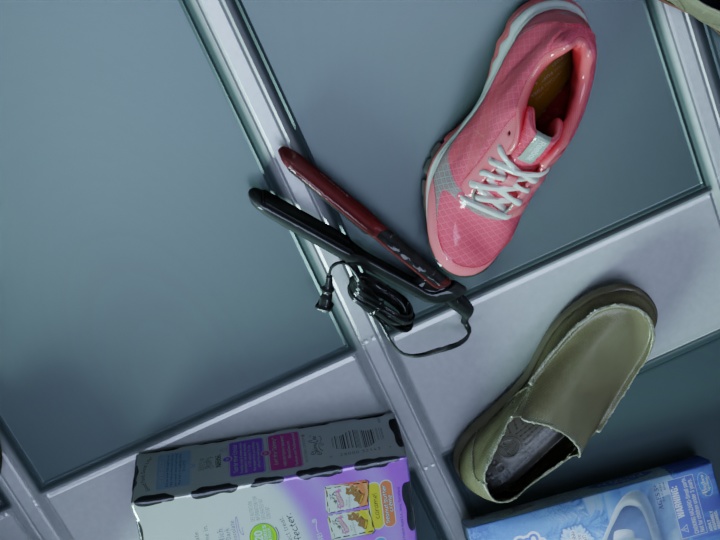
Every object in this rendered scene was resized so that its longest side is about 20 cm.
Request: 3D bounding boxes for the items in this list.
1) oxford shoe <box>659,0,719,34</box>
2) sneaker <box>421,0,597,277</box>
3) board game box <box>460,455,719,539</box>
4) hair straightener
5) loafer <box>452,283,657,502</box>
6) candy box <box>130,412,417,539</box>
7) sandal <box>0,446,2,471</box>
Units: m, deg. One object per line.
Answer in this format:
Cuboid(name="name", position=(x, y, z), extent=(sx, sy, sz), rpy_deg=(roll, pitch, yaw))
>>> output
Cuboid(name="oxford shoe", position=(0.267, -0.172, 0.765), extent=(0.198, 0.075, 0.071), rpy_deg=(15, 108, -13))
Cuboid(name="sneaker", position=(0.096, -0.081, 0.772), extent=(0.073, 0.087, 0.201), rpy_deg=(18, 108, -13))
Cuboid(name="board game box", position=(0.198, 0.268, 0.907), extent=(0.197, 0.043, 0.202), rpy_deg=(-15, 88, -1))
Cuboid(name="hair straightener", position=(0.000, 0.000, 0.824), extent=(0.199, 0.041, 0.077), rpy_deg=(36, 103, -23))
Cuboid(name="loafer", position=(0.150, 0.099, 0.861), extent=(0.076, 0.068, 0.200), rpy_deg=(33, 104, -18))
Cuboid(name="candy box", position=(-0.058, 0.209, 0.875), extent=(0.198, 0.072, 0.169), rpy_deg=(-8, 113, -5))
Cuboid(name="sandal", position=(-0.308, 0.080, 0.800), extent=(0.080, 0.054, 0.201), rpy_deg=(-13, 112, -2))
